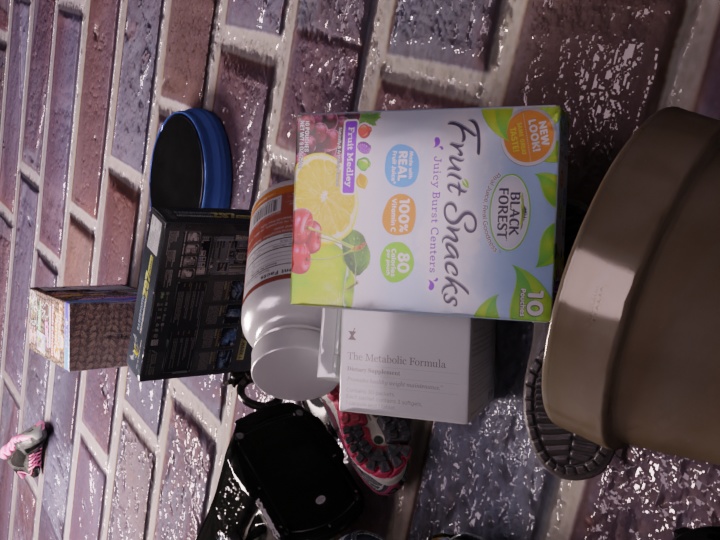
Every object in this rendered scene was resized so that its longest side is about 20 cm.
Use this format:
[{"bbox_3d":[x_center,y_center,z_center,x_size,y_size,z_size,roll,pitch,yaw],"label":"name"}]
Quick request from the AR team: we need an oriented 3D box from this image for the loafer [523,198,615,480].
[{"bbox_3d":[0.163,0.051,0.625,0.071,0.071,0.205,1,91,24],"label":"loafer"}]

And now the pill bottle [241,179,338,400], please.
[{"bbox_3d":[-0.059,0.018,0.825,0.112,0.110,0.203,-48,31,41],"label":"pill bottle"}]

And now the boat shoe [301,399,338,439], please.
[{"bbox_3d":[-0.068,0.091,0.926,0.072,0.067,0.204,-35,66,46],"label":"boat shoe"}]

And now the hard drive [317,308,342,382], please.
[{"bbox_3d":[0.000,0.000,0.764,0.026,0.132,0.205,2,80,18],"label":"hard drive"}]

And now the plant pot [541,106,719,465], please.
[{"bbox_3d":[0.220,0.029,0.462,0.171,0.198,0.204,23,109,33],"label":"plant pot"}]

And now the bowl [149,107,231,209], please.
[{"bbox_3d":[-0.243,-0.126,1.179,0.199,0.039,0.206,1,91,53],"label":"bowl"}]

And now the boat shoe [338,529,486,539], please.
[{"bbox_3d":[0.058,0.251,0.708,0.198,0.070,0.093,24,103,44],"label":"boat shoe"}]

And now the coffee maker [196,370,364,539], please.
[{"bbox_3d":[-0.096,0.247,0.896,0.195,0.132,0.202,-104,29,-42],"label":"coffee maker"}]

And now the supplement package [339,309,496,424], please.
[{"bbox_3d":[0.052,0.011,0.698,0.111,0.109,0.205,2,93,20],"label":"supplement package"}]

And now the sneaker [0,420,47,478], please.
[{"bbox_3d":[-0.694,0.385,1.773,0.199,0.078,0.097,-35,85,48],"label":"sneaker"}]

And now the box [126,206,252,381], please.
[{"bbox_3d":[-0.186,0.028,1.007,0.051,0.155,0.204,36,119,46],"label":"box"}]

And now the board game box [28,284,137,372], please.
[{"bbox_3d":[-0.403,0.082,1.295,0.198,0.157,0.099,9,98,53],"label":"board game box"}]

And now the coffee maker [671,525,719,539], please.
[{"bbox_3d":[0.247,0.278,0.480,0.189,0.134,0.205,17,106,27],"label":"coffee maker"}]

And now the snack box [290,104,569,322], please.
[{"bbox_3d":[0.047,-0.042,0.609,0.196,0.053,0.146,3,92,23],"label":"snack box"}]

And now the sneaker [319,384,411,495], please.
[{"bbox_3d":[-0.010,0.131,0.845,0.075,0.079,0.202,86,165,-50],"label":"sneaker"}]

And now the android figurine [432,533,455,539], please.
[{"bbox_3d":[0.091,0.344,0.737,0.180,0.040,0.205,4,91,52],"label":"android figurine"}]
